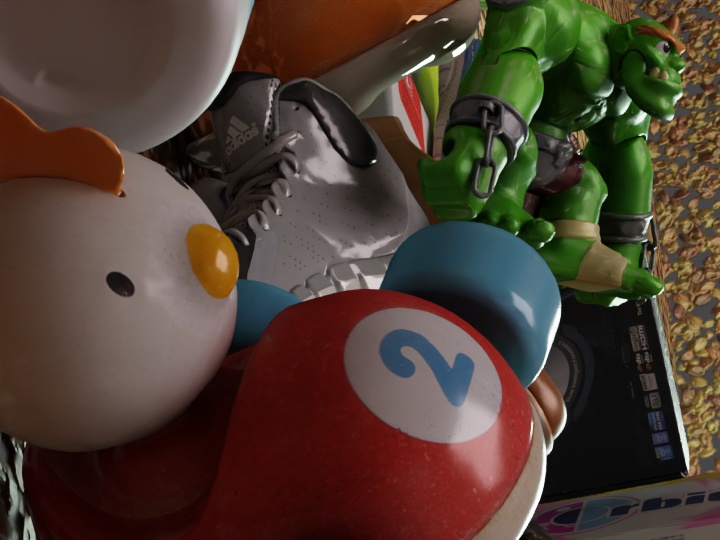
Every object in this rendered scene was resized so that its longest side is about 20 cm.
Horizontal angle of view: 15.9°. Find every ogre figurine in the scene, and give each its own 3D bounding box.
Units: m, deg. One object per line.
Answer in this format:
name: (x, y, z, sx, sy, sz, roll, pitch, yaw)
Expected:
ogre figurine: (0.084, -0.059, 1.105, 0.200, 0.098, 0.120, 18, 79, -42)

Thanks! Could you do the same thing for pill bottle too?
pill bottle: (-0.085, -0.127, 0.900, 0.200, 0.111, 0.111, -82, 158, -61)

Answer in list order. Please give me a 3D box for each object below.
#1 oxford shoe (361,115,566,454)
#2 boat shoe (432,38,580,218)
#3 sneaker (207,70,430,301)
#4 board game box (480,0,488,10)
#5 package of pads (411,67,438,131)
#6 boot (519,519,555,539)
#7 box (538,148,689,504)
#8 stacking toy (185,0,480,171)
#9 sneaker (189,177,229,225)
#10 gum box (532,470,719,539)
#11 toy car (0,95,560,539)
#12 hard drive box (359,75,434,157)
oxford shoe: (0.042, 0.000, 1.152, 0.200, 0.071, 0.071, 55, -22, 29)
boat shoe: (0.079, -0.060, 1.356, 0.200, 0.072, 0.072, -90, 165, -46)
sneaker: (-0.050, -0.019, 1.016, 0.200, 0.075, 0.116, -18, 83, -53)
board game box: (0.049, -0.229, 1.227, 0.102, 0.048, 0.200, 1, 94, -69)
package of pads: (0.001, -0.161, 1.465, 0.155, 0.068, 0.200, 64, 19, -52)
boot: (0.057, 0.128, 1.367, 0.174, 0.069, 0.200, 54, -5, 14)
box: (0.097, 0.037, 1.522, 0.044, 0.160, 0.200, -66, 144, -73)
stacking toy: (-0.050, -0.157, 1.130, 0.200, 0.146, 0.146, 62, 13, -6)
sneaker: (-0.017, 0.051, 1.126, 0.080, 0.088, 0.200, -67, 146, -73)
gum box: (0.146, 0.174, 1.528, 0.114, 0.200, 0.066, -44, 123, -75)
toy car: (-0.057, 0.023, 0.793, 0.200, 0.177, 0.184, 56, 36, -29)
hard drive box: (0.000, 0.000, 1.289, 0.156, 0.077, 0.200, 63, 19, -56)
